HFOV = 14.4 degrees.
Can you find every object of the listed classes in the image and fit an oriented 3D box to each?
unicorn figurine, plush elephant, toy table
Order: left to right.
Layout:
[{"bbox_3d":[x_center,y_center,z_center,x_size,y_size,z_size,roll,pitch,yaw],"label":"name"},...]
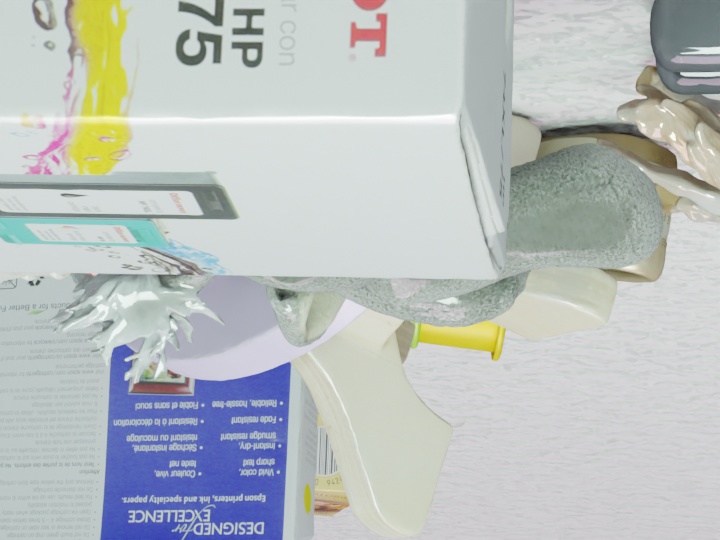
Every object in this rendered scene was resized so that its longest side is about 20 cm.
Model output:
[{"bbox_3d":[-0.017,-0.055,0.956,0.200,0.155,0.165,-32,115,7],"label":"plush elephant"},{"bbox_3d":[0.000,0.000,1.137,0.117,0.184,0.200,30,168,-29],"label":"toy table"},{"bbox_3d":[0.175,-0.032,1.112,0.137,0.074,0.200,21,-161,23],"label":"unicorn figurine"}]

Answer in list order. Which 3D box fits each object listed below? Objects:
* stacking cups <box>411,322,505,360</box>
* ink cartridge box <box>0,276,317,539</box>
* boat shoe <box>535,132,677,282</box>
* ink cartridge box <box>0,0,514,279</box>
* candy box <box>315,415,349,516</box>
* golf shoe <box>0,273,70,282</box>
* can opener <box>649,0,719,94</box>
[{"bbox_3d":[-0.029,0.000,1.340,0.199,0.061,0.061,8,166,-2],"label":"stacking cups"},{"bbox_3d":[-0.118,0.084,1.396,0.197,0.201,0.047,-2,166,16],"label":"ink cartridge box"},{"bbox_3d":[0.048,-0.015,1.246,0.199,0.065,0.072,-6,164,38],"label":"boat shoe"},{"bbox_3d":[-0.063,-0.085,0.717,0.199,0.147,0.146,0,166,7],"label":"ink cartridge box"},{"bbox_3d":[-0.101,0.121,1.851,0.199,0.056,0.115,6,166,-12],"label":"candy box"},{"bbox_3d":[-0.111,-0.021,1.107,0.200,0.075,0.092,-26,117,38],"label":"golf shoe"},{"bbox_3d":[0.202,-0.066,1.008,0.199,0.067,0.053,0,166,10],"label":"can opener"}]
